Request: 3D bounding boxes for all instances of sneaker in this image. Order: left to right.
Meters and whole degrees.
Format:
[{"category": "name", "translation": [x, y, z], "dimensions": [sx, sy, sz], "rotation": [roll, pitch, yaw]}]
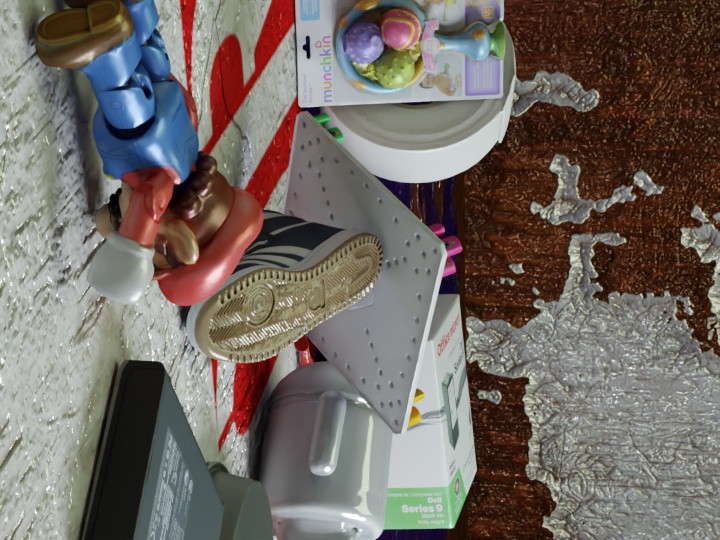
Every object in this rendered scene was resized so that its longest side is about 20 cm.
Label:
[{"category": "sneaker", "translation": [-0.084, 0.008, 1.181], "dimensions": [0.200, 0.108, 0.070], "rotation": [-25, 123, -47]}]

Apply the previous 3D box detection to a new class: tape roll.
[{"category": "tape roll", "translation": [0.056, -0.191, 1.569], "dimensions": [0.071, 0.201, 0.203], "rotation": [88, 7, -66]}]

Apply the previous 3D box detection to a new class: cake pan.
[{"category": "cake pan", "translation": [-0.099, 0.245, 1.177], "dimensions": [0.200, 0.037, 0.201], "rotation": [2, 90, -82]}]

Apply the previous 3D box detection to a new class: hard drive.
[{"category": "hard drive", "translation": [-0.126, 0.167, 0.989], "dimensions": [0.200, 0.033, 0.140], "rotation": [79, 15, -56]}]

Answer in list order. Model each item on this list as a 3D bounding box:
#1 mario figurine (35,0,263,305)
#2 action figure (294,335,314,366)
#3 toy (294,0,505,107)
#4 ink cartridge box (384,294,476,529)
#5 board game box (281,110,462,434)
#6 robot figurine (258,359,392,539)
[{"category": "mario figurine", "translation": [-0.131, -0.062, 0.862], "dimensions": [0.123, 0.106, 0.201], "rotation": [-40, 131, -28]}, {"category": "action figure", "translation": [-0.029, 0.144, 1.552], "dimensions": [0.052, 0.065, 0.201], "rotation": [-113, -168, -50]}, {"category": "toy", "translation": [0.041, -0.211, 1.474], "dimensions": [0.047, 0.199, 0.116], "rotation": [-122, -151, -70]}, {"category": "ink cartridge box", "translation": [0.057, 0.138, 1.572], "dimensions": [0.146, 0.084, 0.201], "rotation": [-52, 138, -67]}, {"category": "board game box", "translation": [0.000, 0.000, 1.282], "dimensions": [0.200, 0.026, 0.201], "rotation": [46, -40, 36]}, {"category": "robot figurine", "translation": [-0.030, 0.165, 1.366], "dimensions": [0.170, 0.112, 0.201], "rotation": [103, -6, -65]}]
